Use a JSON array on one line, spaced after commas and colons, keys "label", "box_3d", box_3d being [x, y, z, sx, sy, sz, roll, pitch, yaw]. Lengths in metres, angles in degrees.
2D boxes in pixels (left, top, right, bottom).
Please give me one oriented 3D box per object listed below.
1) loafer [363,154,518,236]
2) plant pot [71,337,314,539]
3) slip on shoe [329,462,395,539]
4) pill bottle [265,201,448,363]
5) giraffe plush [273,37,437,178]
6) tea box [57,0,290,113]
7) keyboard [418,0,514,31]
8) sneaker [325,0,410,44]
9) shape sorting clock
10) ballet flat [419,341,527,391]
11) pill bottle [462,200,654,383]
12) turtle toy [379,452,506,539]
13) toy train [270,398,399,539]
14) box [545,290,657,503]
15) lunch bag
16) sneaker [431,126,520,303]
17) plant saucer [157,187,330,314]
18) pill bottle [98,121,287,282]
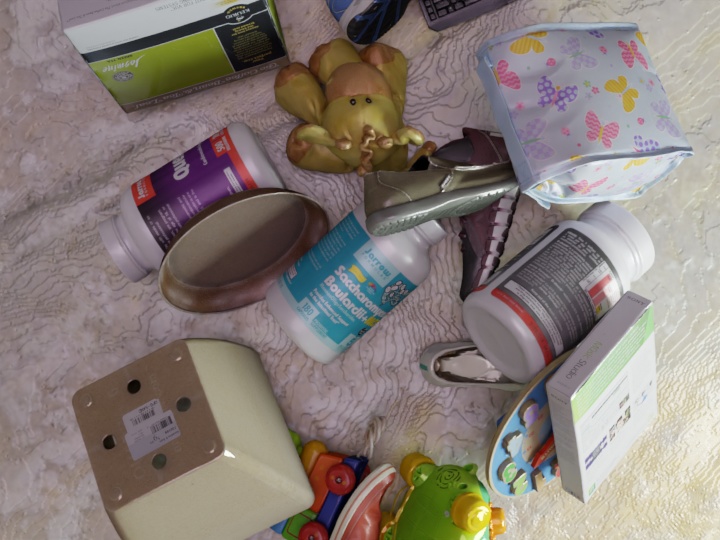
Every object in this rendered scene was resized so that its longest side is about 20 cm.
[{"label": "loafer", "box_3d": [0.087, -0.093, 1.151, 0.199, 0.075, 0.070, -16, 80, -31]}, {"label": "plant pot", "box_3d": [-0.191, 0.181, 1.177, 0.199, 0.177, 0.201, -26, 64, 2]}, {"label": "slip on shoe", "box_3d": [-0.002, 0.305, 1.224, 0.061, 0.074, 0.201, 24, 94, 17]}, {"label": "pill bottle", "box_3d": [0.000, 0.000, 1.223, 0.200, 0.111, 0.111, -42, 89, 9]}, {"label": "giraffe plush", "box_3d": [-0.006, -0.161, 1.202, 0.172, 0.162, 0.201, -28, 90, 2]}, {"label": "tea box", "box_3d": [-0.197, -0.287, 1.179, 0.198, 0.197, 0.135, -16, 71, 2]}, {"label": "keyboard", "box_3d": [0.149, -0.364, 1.265, 0.199, 0.021, 0.128, -23, 90, 2]}, {"label": "sneaker", "box_3d": [0.044, -0.339, 1.225, 0.200, 0.076, 0.077, -39, 63, -8]}, {"label": "shape sorting clock", "box_3d": [0.211, 0.164, 1.199, 0.200, 0.200, 0.039, -50, 57, 2]}, {"label": "ballet flat", "box_3d": [0.165, 0.105, 1.251, 0.198, 0.069, 0.070, -4, 91, 2]}, {"label": "pill bottle", "box_3d": [0.215, 0.019, 1.198, 0.200, 0.116, 0.116, -38, 90, -20]}, {"label": "turtle toy", "box_3d": [0.087, 0.305, 1.232, 0.101, 0.146, 0.201, 24, 93, -33]}, {"label": "toy train", "box_3d": [-0.047, 0.210, 1.259, 0.115, 0.085, 0.201, 26, 92, 15]}, {"label": "box", "box_3d": [0.257, 0.136, 1.173, 0.036, 0.201, 0.144, 29, 62, 34]}, {"label": "lunch bag", "box_3d": [0.218, -0.162, 1.165, 0.199, 0.127, 0.171, -8, 69, -33]}, {"label": "sneaker", "box_3d": [0.114, -0.067, 1.253, 0.115, 0.076, 0.202, 17, 83, 8]}, {"label": "plant saucer", "box_3d": [-0.129, -0.025, 1.209, 0.199, 0.200, 0.032, -32, 62, 2]}, {"label": "pill bottle", "box_3d": [-0.185, -0.070, 1.237, 0.199, 0.112, 0.113, -31, 90, 2]}]
